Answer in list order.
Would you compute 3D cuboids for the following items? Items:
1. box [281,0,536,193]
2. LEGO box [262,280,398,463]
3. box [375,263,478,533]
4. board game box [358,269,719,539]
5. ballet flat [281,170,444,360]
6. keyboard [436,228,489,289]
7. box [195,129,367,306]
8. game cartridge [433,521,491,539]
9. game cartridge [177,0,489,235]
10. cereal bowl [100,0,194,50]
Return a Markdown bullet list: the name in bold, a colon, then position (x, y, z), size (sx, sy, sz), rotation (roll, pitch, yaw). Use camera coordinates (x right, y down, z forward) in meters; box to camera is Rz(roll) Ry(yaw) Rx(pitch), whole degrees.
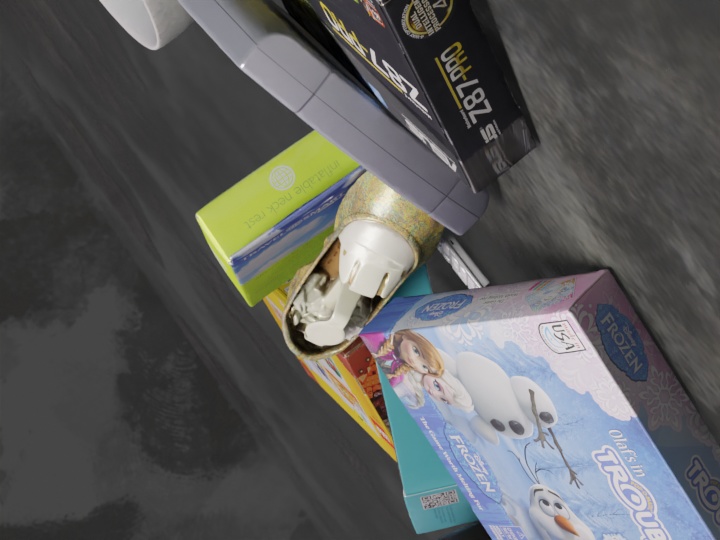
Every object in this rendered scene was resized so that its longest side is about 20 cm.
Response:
- **box**: position (0.000, -0.152, 1.318), size (0.200, 0.049, 0.161), rotation (47, 173, 39)
- **LEGO box**: position (0.003, 0.055, 1.985), size (0.200, 0.077, 0.149), rotation (41, 165, 52)
- **box**: position (0.037, 0.070, 1.705), size (0.082, 0.049, 0.200), rotation (73, -176, -65)
- **board game box**: position (0.118, 0.098, 1.452), size (0.199, 0.043, 0.200), rotation (-10, 118, 54)
- **ballet flat**: position (0.000, 0.000, 1.614), size (0.071, 0.071, 0.200), rotation (52, 145, 9)
- **keyboard**: position (0.024, -0.057, 1.671), size (0.200, 0.011, 0.056), rotation (52, 171, 9)
- **box**: position (-0.043, -0.040, 1.664), size (0.048, 0.122, 0.200), rotation (54, 176, 8)
- **game cartridge**: position (0.088, 0.232, 1.663), size (0.130, 0.038, 0.200), rotation (55, -159, 11)
- **game cartridge**: position (-0.012, -0.098, 1.432), size (0.200, 0.042, 0.133), rotation (36, -176, -39)
- **cereal bowl**: position (-0.160, -0.249, 1.656), size (0.200, 0.083, 0.200), rotation (51, 171, 12)
